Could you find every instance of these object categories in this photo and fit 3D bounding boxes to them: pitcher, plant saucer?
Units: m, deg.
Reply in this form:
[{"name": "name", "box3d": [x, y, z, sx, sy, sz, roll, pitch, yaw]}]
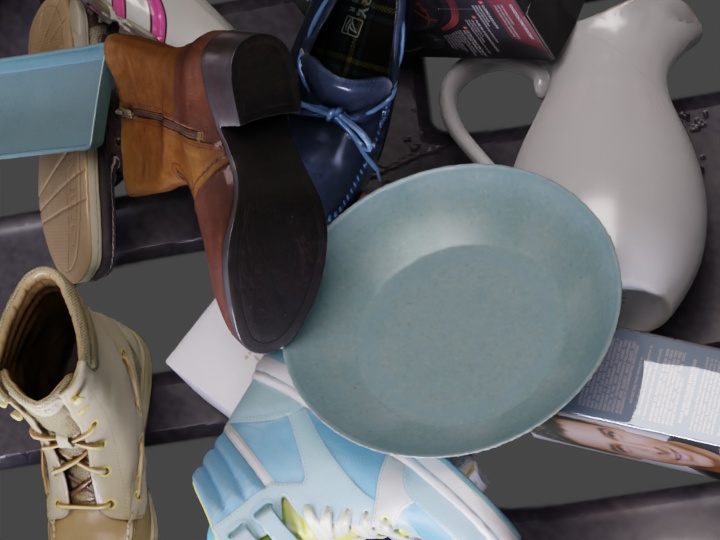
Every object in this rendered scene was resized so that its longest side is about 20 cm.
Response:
[{"name": "pitcher", "box3d": [0.128, -0.061, 1.626, 0.171, 0.121, 0.200, -9, 59, 22]}, {"name": "plant saucer", "box3d": [0.055, 0.030, 1.523, 0.200, 0.039, 0.201, -8, 53, 12]}, {"name": "plant saucer", "box3d": [-0.230, -0.103, 1.715, 0.200, 0.019, 0.070, -3, 75, 43]}]

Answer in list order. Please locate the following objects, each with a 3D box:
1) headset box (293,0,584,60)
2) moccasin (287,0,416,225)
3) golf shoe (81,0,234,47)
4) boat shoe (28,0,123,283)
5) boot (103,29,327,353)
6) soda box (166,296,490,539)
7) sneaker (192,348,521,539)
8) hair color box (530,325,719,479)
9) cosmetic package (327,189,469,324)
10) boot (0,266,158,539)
[{"name": "headset box", "box3d": [0.040, -0.204, 1.629, 0.200, 0.149, 0.075, 5, 56, 39]}, {"name": "moccasin", "box3d": [-0.014, -0.120, 1.543, 0.080, 0.068, 0.200, 11, 107, 1]}, {"name": "golf shoe", "box3d": [-0.152, -0.209, 1.728, 0.200, 0.073, 0.092, 39, 103, 4]}, {"name": "boat shoe", "box3d": [-0.172, -0.086, 1.720, 0.065, 0.072, 0.200, 6, 63, -32]}, {"name": "boot", "box3d": [-0.102, -0.050, 1.574, 0.068, 0.200, 0.189, -15, 100, -29]}, {"name": "soda box", "box3d": [-0.020, 0.093, 1.629, 0.200, 0.064, 0.068, 35, 83, 20]}, {"name": "sneaker", "box3d": [-0.012, 0.146, 1.536, 0.200, 0.080, 0.131, 32, 80, 30]}, {"name": "hair color box", "box3d": [0.197, 0.082, 1.564, 0.200, 0.099, 0.061, 13, 76, 16]}, {"name": "cosmetic package", "box3d": [0.000, 0.000, 1.635, 0.071, 0.105, 0.200, -45, 70, -5]}, {"name": "boot", "box3d": [-0.175, 0.110, 1.608, 0.073, 0.155, 0.201, -1, 72, 12]}]
